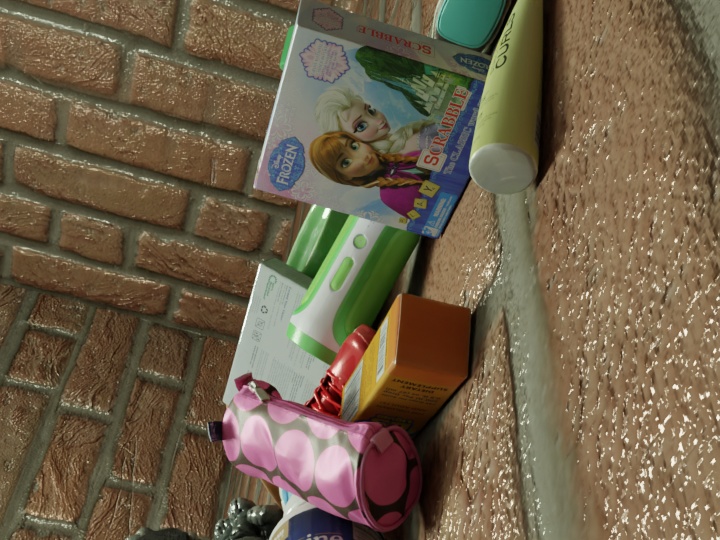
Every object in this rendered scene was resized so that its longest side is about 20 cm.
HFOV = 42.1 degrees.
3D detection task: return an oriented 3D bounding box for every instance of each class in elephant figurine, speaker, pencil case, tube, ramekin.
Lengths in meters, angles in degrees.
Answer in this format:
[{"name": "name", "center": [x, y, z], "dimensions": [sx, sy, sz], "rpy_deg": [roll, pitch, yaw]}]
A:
[{"name": "elephant figurine", "center": [-0.162, 0.357, 1.086], "dimensions": [0.199, 0.152, 0.145], "rpy_deg": [-12, -73, -69]}, {"name": "speaker", "center": [0.000, 0.000, 1.001], "dimensions": [0.203, 0.087, 0.088], "rpy_deg": [-60, 9, 0]}, {"name": "pencil case", "center": [-0.039, 0.151, 0.803], "dimensions": [0.197, 0.090, 0.096], "rpy_deg": [9, 107, 43]}, {"name": "tube", "center": [0.118, -0.148, 0.727], "dimensions": [0.057, 0.052, 0.203], "rpy_deg": [-15, 45, 33]}, {"name": "ramekin", "center": [-0.026, -0.022, 1.204], "dimensions": [0.202, 0.096, 0.201], "rpy_deg": [-61, 12, 22]}]

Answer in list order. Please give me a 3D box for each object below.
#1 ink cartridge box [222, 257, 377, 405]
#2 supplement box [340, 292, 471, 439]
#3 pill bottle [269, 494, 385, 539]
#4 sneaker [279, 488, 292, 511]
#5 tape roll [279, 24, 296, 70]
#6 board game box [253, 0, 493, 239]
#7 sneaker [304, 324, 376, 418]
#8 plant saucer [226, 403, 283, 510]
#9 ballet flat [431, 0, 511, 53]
[{"name": "ink cartridge box", "center": [-0.059, 0.117, 1.107], "dimensions": [0.043, 0.197, 0.200], "rpy_deg": [-24, -42, -59]}, {"name": "supplement box", "center": [0.034, 0.098, 0.814], "dimensions": [0.201, 0.065, 0.070], "rpy_deg": [117, 162, -59]}, {"name": "pill bottle", "center": [-0.027, 0.266, 0.786], "dimensions": [0.201, 0.108, 0.113], "rpy_deg": [-100, 26, -70]}, {"name": "sneaker", "center": [-0.044, 0.284, 1.038], "dimensions": [0.090, 0.077, 0.205], "rpy_deg": [167, 105, -67]}, {"name": "tape roll", "center": [0.001, -0.243, 1.137], "dimensions": [0.200, 0.196, 0.049], "rpy_deg": [-142, 68, -81]}, {"name": "board game box", "center": [0.015, -0.131, 0.865], "dimensions": [0.202, 0.195, 0.042], "rpy_deg": [113, 168, -48]}, {"name": "sneaker", "center": [-0.032, 0.148, 0.951], "dimensions": [0.078, 0.114, 0.203], "rpy_deg": [45, 145, 31]}, {"name": "plant saucer", "center": [-0.107, 0.243, 1.220], "dimensions": [0.032, 0.202, 0.200], "rpy_deg": [-32, 11, 0]}, {"name": "ballet flat", "center": [0.100, -0.233, 0.930], "dimensions": [0.063, 0.066, 0.202], "rpy_deg": [-70, 1, -49]}]
